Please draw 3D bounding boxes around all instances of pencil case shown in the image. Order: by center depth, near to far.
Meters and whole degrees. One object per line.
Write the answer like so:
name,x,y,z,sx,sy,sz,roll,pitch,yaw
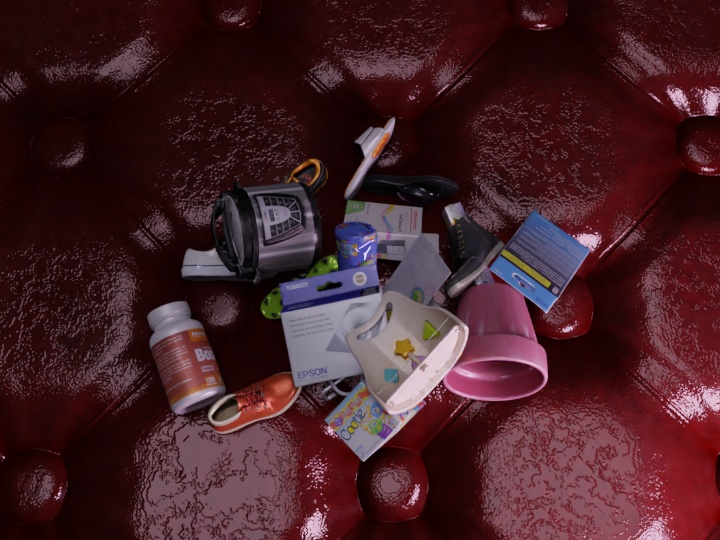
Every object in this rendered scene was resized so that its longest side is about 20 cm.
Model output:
pencil case,0.000,0.000,1.670,0.086,0.201,0.078,-17,32,-19

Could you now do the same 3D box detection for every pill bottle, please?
pill bottle,-0.346,0.168,1.666,0.112,0.112,0.201,-21,76,-6

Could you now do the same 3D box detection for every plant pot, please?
plant pot,0.257,0.133,1.650,0.198,0.200,0.180,3,58,1

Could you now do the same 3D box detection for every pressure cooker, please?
pressure cooker,-0.190,-0.076,1.653,0.199,0.180,0.176,-8,29,-21

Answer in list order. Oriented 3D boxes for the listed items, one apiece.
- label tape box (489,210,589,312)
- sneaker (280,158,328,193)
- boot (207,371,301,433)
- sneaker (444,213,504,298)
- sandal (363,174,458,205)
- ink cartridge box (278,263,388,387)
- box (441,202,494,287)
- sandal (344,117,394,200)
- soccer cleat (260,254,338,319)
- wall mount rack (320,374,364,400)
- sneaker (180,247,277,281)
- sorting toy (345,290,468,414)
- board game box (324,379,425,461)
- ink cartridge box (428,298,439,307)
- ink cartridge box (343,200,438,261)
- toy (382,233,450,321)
label tape box,0.351,-0.008,1.711,0.143,0.066,0.200,37,57,8
sneaker,-0.148,-0.161,1.779,0.078,0.077,0.200,37,79,8
boot,-0.204,0.253,1.647,0.199,0.107,0.075,-27,74,-9
sneaker,0.195,-0.028,1.678,0.106,0.075,0.200,42,44,6
sandal,0.106,-0.163,1.784,0.199,0.075,0.048,3,68,10
ink cartridge box,-0.047,0.103,1.603,0.198,0.041,0.201,-13,87,6
box,0.224,-0.043,1.765,0.038,0.041,0.201,-19,76,-8
sandal,0.006,-0.248,1.802,0.059,0.079,0.207,31,78,5
soccer cleat,-0.113,0.037,1.731,0.199,0.081,0.068,-34,82,13
wall mount rack,-0.031,0.157,1.682,0.173,0.075,0.200,-33,63,-5
sneaker,-0.268,-0.018,1.739,0.198,0.073,0.071,1,77,0
sorting toy,0.070,0.131,1.523,0.200,0.107,0.180,-47,64,-3
board game box,0.032,0.262,1.583,0.103,0.200,0.105,45,104,11
ink cartridge box,0.122,0.141,1.652,0.039,0.099,0.201,32,36,-22
ink cartridge box,0.065,-0.079,1.733,0.198,0.068,0.117,6,36,1
toy,0.107,0.040,1.686,0.200,0.047,0.115,-54,50,25
